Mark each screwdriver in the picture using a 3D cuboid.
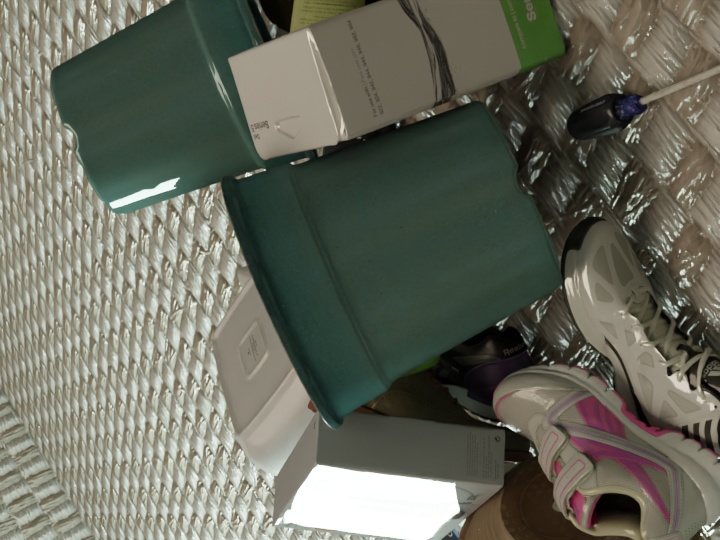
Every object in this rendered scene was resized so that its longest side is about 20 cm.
[{"bbox_3d":[0.197,-0.117,0.958,0.028,0.029,0.200,64,159,-4],"label":"screwdriver"}]

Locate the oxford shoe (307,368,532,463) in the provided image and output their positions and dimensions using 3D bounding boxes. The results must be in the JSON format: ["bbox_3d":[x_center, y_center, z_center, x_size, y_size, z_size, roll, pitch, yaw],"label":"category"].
[{"bbox_3d":[0.058,0.116,1.230,0.199,0.075,0.070,17,173,1],"label":"oxford shoe"}]

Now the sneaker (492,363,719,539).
[{"bbox_3d":[0.171,0.141,1.052,0.200,0.088,0.082,28,145,34],"label":"sneaker"}]

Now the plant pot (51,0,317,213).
[{"bbox_3d":[-0.166,-0.156,1.318,0.200,0.195,0.201,-24,-90,-87],"label":"plant pot"}]

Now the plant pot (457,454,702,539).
[{"bbox_3d":[0.166,0.209,1.116,0.201,0.201,0.093,38,156,42],"label":"plant pot"}]

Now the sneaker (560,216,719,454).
[{"bbox_3d":[0.228,0.048,1.035,0.115,0.076,0.201,1,123,52],"label":"sneaker"}]

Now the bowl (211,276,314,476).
[{"bbox_3d":[-0.073,0.080,1.361,0.200,0.074,0.201,-52,44,37],"label":"bowl"}]

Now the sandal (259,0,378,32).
[{"bbox_3d":[-0.014,-0.237,1.219,0.199,0.054,0.082,20,106,35],"label":"sandal"}]

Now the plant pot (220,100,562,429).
[{"bbox_3d":[0.029,-0.016,1.029,0.200,0.195,0.201,-24,-90,-88],"label":"plant pot"}]

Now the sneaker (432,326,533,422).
[{"bbox_3d":[0.085,0.071,1.313,0.199,0.076,0.088,10,119,47],"label":"sneaker"}]

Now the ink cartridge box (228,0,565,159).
[{"bbox_3d":[0.024,-0.156,1.048,0.145,0.199,0.084,-4,107,62],"label":"ink cartridge box"}]

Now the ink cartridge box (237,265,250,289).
[{"bbox_3d":[-0.033,0.064,1.496,0.200,0.084,0.145,17,128,56],"label":"ink cartridge box"}]

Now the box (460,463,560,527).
[{"bbox_3d":[0.087,0.183,1.309,0.200,0.069,0.082,34,159,1],"label":"box"}]

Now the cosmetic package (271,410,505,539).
[{"bbox_3d":[0.017,0.173,1.167,0.200,0.150,0.052,118,160,-63],"label":"cosmetic package"}]

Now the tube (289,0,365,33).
[{"bbox_3d":[-0.026,-0.226,1.162,0.058,0.052,0.201,7,97,37],"label":"tube"}]

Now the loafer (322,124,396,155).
[{"bbox_3d":[-0.004,-0.122,1.284,0.068,0.070,0.201,0,114,61],"label":"loafer"}]

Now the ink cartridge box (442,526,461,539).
[{"bbox_3d":[0.146,0.309,1.450,0.200,0.039,0.100,52,151,20],"label":"ink cartridge box"}]

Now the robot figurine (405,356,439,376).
[{"bbox_3d":[0.000,0.000,1.203,0.176,0.115,0.200,83,164,-48],"label":"robot figurine"}]
